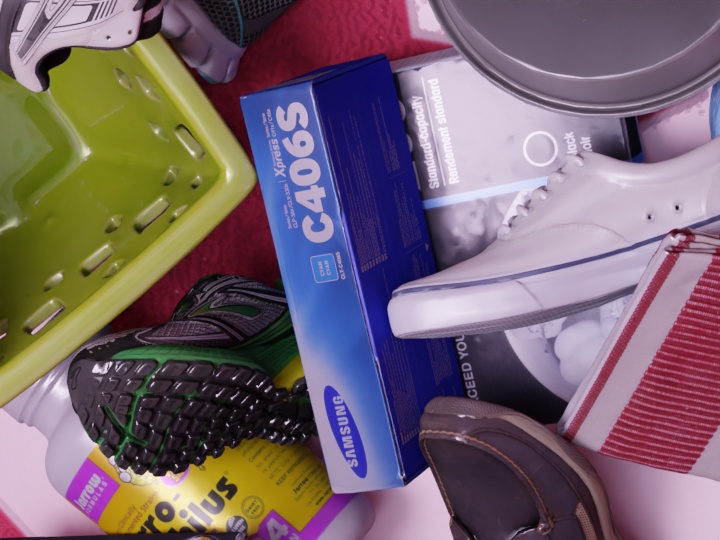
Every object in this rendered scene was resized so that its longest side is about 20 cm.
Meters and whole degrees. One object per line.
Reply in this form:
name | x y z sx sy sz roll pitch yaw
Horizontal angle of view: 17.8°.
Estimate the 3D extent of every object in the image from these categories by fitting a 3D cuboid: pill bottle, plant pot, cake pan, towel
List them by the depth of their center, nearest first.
towel | 0.210 0.055 1.105 0.199 0.023 0.145 14 130 -13
cake pan | 0.118 -0.176 1.116 0.199 0.037 0.202 -1 85 17
plant pot | -0.197 -0.063 1.146 0.200 0.181 0.199 -40 105 -9
pill bottle | -0.096 0.106 1.223 0.200 0.104 0.104 39 108 6

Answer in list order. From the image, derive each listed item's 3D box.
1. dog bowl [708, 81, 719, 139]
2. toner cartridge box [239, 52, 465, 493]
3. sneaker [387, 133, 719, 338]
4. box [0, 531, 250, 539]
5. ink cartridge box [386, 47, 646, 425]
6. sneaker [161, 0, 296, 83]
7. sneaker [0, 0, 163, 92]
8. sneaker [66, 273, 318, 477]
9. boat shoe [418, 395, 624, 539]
dog bowl | 0.221 -0.028 1.135 0.111 0.050 0.202 6 103 15
toner cartridge box | 0.000 0.000 1.137 0.043 0.095 0.201 -9 99 27
sneaker | 0.105 -0.019 1.104 0.199 0.073 0.071 -16 83 -1
box | -0.098 0.231 1.212 0.198 0.050 0.201 -9 116 42
ink cartridge box | 0.055 -0.014 1.189 0.199 0.043 0.200 -11 98 19
sneaker | -0.093 -0.183 1.145 0.091 0.200 0.078 -37 50 6
sneaker | -0.103 -0.146 0.994 0.199 0.076 0.088 -26 117 40
sneaker | -0.080 0.047 1.153 0.085 0.200 0.078 49 116 23
boat shoe | 0.087 0.140 1.143 0.074 0.074 0.200 -2 139 40
